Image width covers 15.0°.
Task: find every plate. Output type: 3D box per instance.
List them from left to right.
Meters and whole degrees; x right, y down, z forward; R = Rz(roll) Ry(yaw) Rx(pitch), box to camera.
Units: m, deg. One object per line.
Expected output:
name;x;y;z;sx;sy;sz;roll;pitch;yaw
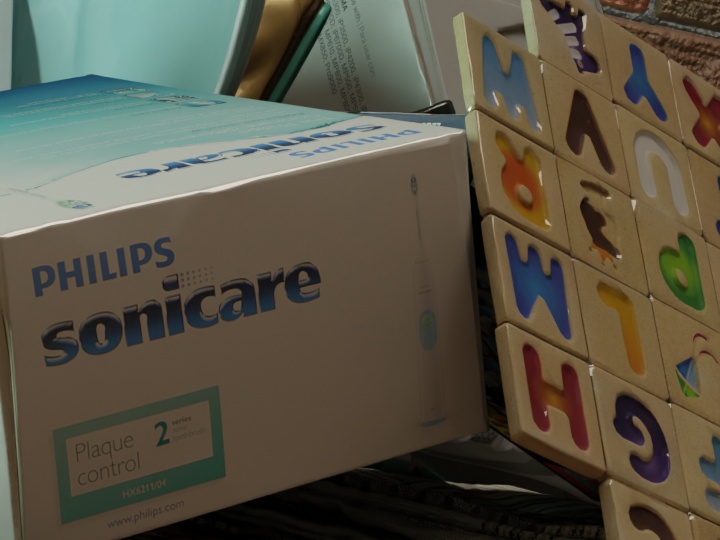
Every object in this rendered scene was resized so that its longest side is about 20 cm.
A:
plate;-0.070;-0.096;0.911;0.025;0.202;0.200;12;0;-28

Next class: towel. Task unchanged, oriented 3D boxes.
towel;0.058;0.080;0.823;0.192;0.035;0.199;13;1;41

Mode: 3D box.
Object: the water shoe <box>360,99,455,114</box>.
water shoe;0.000;0.000;0.952;0.078;0.072;0.201;-17;33;18

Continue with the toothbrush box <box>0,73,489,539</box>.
toothbrush box;-0.081;0.004;0.747;0.146;0.086;0.199;-14;14;-34

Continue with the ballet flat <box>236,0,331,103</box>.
ballet flat;-0.074;-0.029;0.974;0.063;0.201;0.069;26;-25;-6

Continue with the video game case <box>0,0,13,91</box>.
video game case;-0.188;-0.046;0.926;0.142;0.201;0.017;11;-32;-24

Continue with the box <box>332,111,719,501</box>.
box;0.057;0.019;0.834;0.200;0.040;0.137;35;-16;-30

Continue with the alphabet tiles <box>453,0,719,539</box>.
alphabet tiles;0.089;0.014;0.751;0.006;0.201;0.166;-31;-41;32

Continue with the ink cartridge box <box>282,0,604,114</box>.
ink cartridge box;0.009;-0.034;1.202;0.145;0.146;0.200;12;-36;-45

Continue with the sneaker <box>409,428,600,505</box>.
sneaker;0.096;0.067;0.984;0.199;0.075;0.082;23;-16;25

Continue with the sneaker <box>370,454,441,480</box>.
sneaker;0.047;0.047;1.164;0.198;0.088;0.074;12;0;-12
